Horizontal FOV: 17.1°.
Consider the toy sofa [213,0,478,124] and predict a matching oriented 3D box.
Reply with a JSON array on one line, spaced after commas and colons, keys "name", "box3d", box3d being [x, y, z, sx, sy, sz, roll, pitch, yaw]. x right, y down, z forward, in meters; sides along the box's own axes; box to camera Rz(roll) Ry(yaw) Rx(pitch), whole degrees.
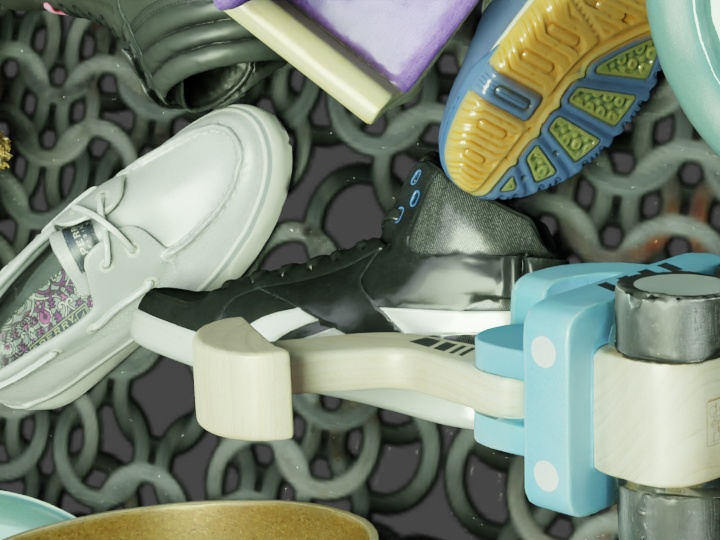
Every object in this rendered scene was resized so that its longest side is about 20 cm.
[{"name": "toy sofa", "box3d": [0.033, -0.158, 0.905, 0.083, 0.098, 0.200, 38, 105, 5]}]

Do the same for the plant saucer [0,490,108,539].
[{"name": "plant saucer", "box3d": [-0.178, 0.200, 1.114, 0.200, 0.027, 0.200, 0, 90, 5]}]

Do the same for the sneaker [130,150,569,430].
[{"name": "sneaker", "box3d": [0.000, 0.000, 1.034, 0.200, 0.073, 0.112, 11, 90, 24]}]

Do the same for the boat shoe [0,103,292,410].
[{"name": "boat shoe", "box3d": [-0.117, -0.007, 1.103, 0.200, 0.068, 0.072, -35, 69, 25]}]

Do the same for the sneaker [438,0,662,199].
[{"name": "sneaker", "box3d": [0.087, -0.123, 0.985, 0.200, 0.075, 0.088, -58, 38, 4]}]

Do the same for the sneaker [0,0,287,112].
[{"name": "sneaker", "box3d": [-0.106, -0.116, 1.091, 0.200, 0.071, 0.099, -9, 88, 46]}]

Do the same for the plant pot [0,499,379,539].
[{"name": "plant pot", "box3d": [-0.074, 0.217, 1.014, 0.186, 0.186, 0.200, -1, 100, 32]}]

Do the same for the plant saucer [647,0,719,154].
[{"name": "plant saucer", "box3d": [0.203, -0.108, 0.888, 0.200, 0.027, 0.200, 4, 104, 17]}]

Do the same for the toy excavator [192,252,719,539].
[{"name": "toy excavator", "box3d": [0.062, 0.042, 0.925, 0.200, 0.194, 0.100, 11, 109, 45]}]

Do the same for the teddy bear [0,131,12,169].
[{"name": "teddy bear", "box3d": [-0.213, -0.057, 1.160, 0.145, 0.067, 0.200, -44, 47, 50]}]
